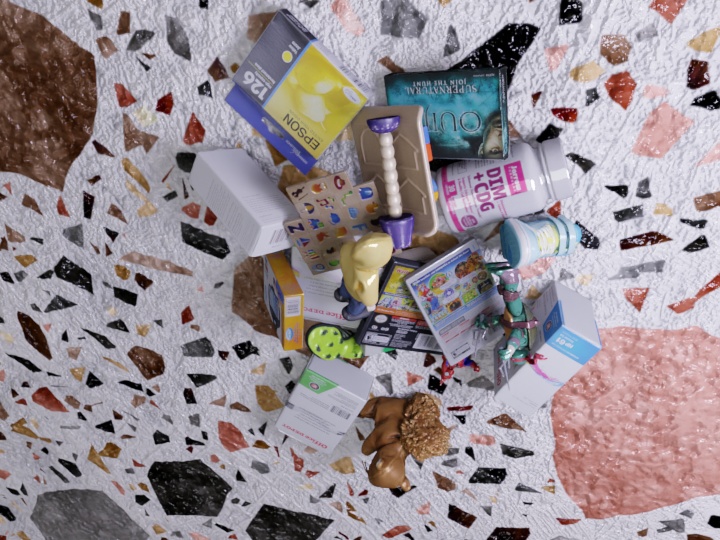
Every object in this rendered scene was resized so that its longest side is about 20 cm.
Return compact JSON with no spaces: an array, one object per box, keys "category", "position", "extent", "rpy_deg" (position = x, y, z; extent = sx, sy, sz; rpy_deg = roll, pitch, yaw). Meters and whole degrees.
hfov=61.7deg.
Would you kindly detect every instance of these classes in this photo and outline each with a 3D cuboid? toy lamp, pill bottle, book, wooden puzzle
[{"category":"toy lamp","position":[0.049,-0.132,0.924],"extent":[0.058,0.058,0.200],"rpy_deg":[-2,109,15]},{"category":"pill bottle","position":[0.231,-0.139,0.970],"extent":[0.200,0.113,0.114],"rpy_deg":[-15,115,21]},{"category":"book","position":[0.068,0.061,1.131],"extent":[0.133,0.048,0.200],"rpy_deg":[-12,126,-20]},{"category":"wooden puzzle","position":[0.062,-0.167,0.983],"extent":[0.185,0.046,0.200],"rpy_deg":[20,124,54]}]

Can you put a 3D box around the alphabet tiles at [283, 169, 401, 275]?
[{"category":"alphabet tiles","position":[-0.038,-0.076,0.994],"extent":[0.167,0.008,0.200],"rpy_deg":[-14,135,13]}]

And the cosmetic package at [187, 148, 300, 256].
[{"category":"cosmetic package","position":[-0.200,-0.123,1.048],"extent":[0.200,0.102,0.074],"rpy_deg":[47,128,22]}]

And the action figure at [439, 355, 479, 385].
[{"category":"action figure","position":[0.207,0.154,1.157],"extent":[0.065,0.099,0.200],"rpy_deg":[19,125,-6]}]

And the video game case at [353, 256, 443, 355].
[{"category":"video game case","position":[0.109,0.070,1.109],"extent":[0.200,0.026,0.181],"rpy_deg":[11,118,-26]}]

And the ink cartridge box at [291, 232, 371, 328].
[{"category":"ink cartridge box","position":[-0.051,-0.003,1.137],"extent":[0.145,0.088,0.200],"rpy_deg":[10,120,9]}]

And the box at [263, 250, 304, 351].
[{"category":"box","position":[-0.149,0.044,1.130],"extent":[0.041,0.200,0.119],"rpy_deg":[-8,122,-20]}]

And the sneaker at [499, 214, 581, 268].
[{"category":"sneaker","position":[0.297,-0.052,0.969],"extent":[0.130,0.200,0.080],"rpy_deg":[-6,98,8]}]

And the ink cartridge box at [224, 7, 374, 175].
[{"category":"ink cartridge box","position":[-0.113,-0.287,1.004],"extent":[0.198,0.047,0.200],"rpy_deg":[42,119,-5]}]

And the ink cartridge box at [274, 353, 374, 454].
[{"category":"ink cartridge box","position":[-0.082,0.287,1.314],"extent":[0.146,0.084,0.200],"rpy_deg":[29,122,-3]}]

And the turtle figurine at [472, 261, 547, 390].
[{"category":"turtle figurine","position":[0.247,0.089,1.015],"extent":[0.100,0.150,0.201],"rpy_deg":[-8,97,-10]}]

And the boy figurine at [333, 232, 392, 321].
[{"category":"boy figurine","position":[0.000,0.000,0.984],"extent":[0.064,0.125,0.200],"rpy_deg":[-13,149,-21]}]

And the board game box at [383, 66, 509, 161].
[{"category":"board game box","position":[0.133,-0.241,0.939],"extent":[0.200,0.028,0.136],"rpy_deg":[10,121,36]}]

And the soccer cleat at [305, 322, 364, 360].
[{"category":"soccer cleat","position":[-0.059,0.135,1.167],"extent":[0.081,0.200,0.068],"rpy_deg":[21,88,31]}]

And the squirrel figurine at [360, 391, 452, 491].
[{"category":"squirrel figurine","position":[0.086,0.355,1.250],"extent":[0.200,0.187,0.142],"rpy_deg":[-33,107,28]}]

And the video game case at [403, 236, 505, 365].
[{"category":"video game case","position":[0.180,0.058,1.075],"extent":[0.143,0.018,0.200],"rpy_deg":[-31,114,-3]}]

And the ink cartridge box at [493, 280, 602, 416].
[{"category":"ink cartridge box","position":[0.328,0.142,1.089],"extent":[0.085,0.145,0.200],"rpy_deg":[28,122,-5]}]
